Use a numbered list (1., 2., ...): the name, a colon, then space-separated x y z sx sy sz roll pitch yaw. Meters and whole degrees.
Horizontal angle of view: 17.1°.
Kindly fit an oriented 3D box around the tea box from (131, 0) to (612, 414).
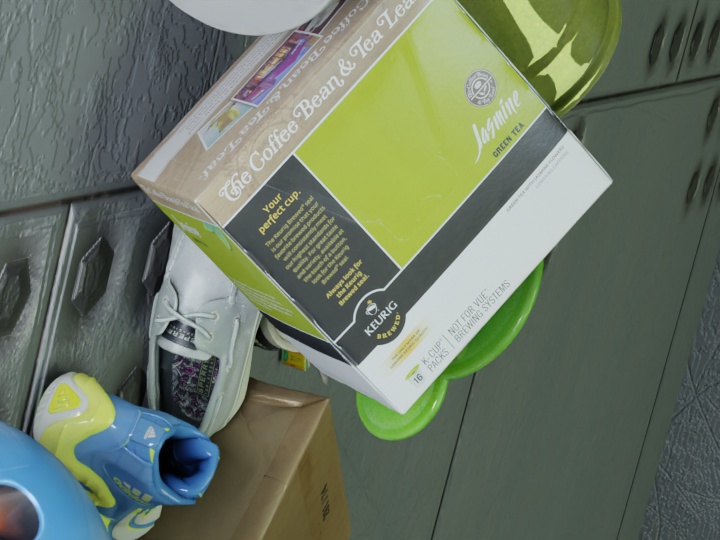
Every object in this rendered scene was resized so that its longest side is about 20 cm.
1. tea box: 0.006 -0.057 1.471 0.200 0.134 0.197 -47 113 -10

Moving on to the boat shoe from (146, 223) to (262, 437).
1. boat shoe: -0.103 0.036 1.570 0.072 0.070 0.202 -54 157 -52

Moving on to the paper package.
1. paper package: -0.091 0.196 1.706 0.200 0.103 0.191 80 32 -55

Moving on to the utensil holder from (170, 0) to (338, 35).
1. utensil holder: -0.027 -0.245 1.372 0.200 0.169 0.171 -45 148 -51

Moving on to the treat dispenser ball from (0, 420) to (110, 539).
1. treat dispenser ball: -0.214 0.165 1.150 0.201 0.200 0.202 18 90 -72

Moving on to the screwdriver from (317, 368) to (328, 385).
1. screwdriver: -0.050 -0.006 1.641 0.029 0.028 0.201 -36 121 -20

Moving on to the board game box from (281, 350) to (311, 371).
1. board game box: -0.007 -0.015 1.882 0.200 0.030 0.096 -55 156 -49

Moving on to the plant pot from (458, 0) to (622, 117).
1. plant pot: 0.058 -0.214 1.645 0.201 0.199 0.184 -64 144 -24

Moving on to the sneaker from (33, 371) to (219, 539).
1. sneaker: -0.136 0.135 1.508 0.200 0.104 0.076 65 46 -64

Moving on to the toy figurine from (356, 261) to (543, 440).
1. toy figurine: 0.000 0.000 1.626 0.184 0.150 0.201 26 94 -44

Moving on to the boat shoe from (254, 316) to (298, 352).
1. boat shoe: -0.043 -0.037 1.713 0.072 0.067 0.201 29 71 -30
